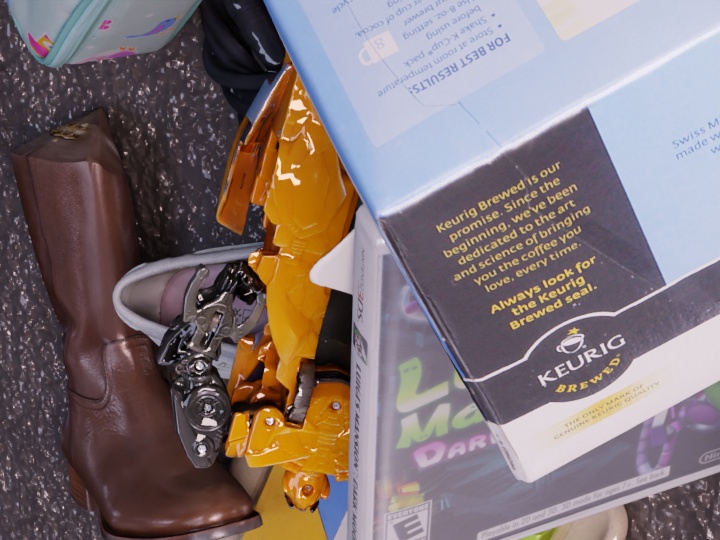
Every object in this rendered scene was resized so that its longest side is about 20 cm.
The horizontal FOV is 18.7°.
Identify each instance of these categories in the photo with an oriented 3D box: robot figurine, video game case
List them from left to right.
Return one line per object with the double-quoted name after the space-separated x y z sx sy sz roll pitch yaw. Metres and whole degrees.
0.000 0.000 0.871 0.058 0.144 0.201 -114 38 -70 "robot figurine"
0.090 0.023 0.778 0.182 0.199 0.023 91 156 -44 "video game case"

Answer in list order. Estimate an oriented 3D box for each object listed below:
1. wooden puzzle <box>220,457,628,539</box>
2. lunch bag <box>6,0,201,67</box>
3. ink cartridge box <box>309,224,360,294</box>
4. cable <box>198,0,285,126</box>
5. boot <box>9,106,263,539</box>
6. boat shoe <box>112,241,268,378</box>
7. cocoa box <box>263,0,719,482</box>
0.013 0.121 1.013 0.200 0.037 0.185 41 127 24 "wooden puzzle"
-0.126 -0.202 0.960 0.160 0.077 0.201 -36 70 65 "lunch bag"
0.065 -0.075 0.741 0.200 0.116 0.068 -45 57 19 "ink cartridge box"
-0.032 -0.154 0.930 0.163 0.051 0.201 -153 55 -62 "cable"
-0.113 0.024 1.053 0.186 0.064 0.201 10 108 58 "boot"
-0.009 0.019 0.949 0.201 0.065 0.075 4 83 24 "boat shoe"
0.089 -0.065 0.598 0.131 0.199 0.134 58 -176 -48 "cocoa box"
